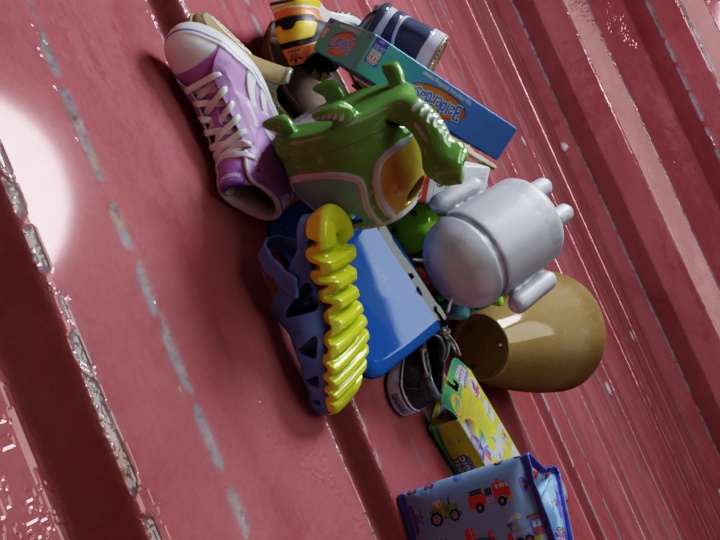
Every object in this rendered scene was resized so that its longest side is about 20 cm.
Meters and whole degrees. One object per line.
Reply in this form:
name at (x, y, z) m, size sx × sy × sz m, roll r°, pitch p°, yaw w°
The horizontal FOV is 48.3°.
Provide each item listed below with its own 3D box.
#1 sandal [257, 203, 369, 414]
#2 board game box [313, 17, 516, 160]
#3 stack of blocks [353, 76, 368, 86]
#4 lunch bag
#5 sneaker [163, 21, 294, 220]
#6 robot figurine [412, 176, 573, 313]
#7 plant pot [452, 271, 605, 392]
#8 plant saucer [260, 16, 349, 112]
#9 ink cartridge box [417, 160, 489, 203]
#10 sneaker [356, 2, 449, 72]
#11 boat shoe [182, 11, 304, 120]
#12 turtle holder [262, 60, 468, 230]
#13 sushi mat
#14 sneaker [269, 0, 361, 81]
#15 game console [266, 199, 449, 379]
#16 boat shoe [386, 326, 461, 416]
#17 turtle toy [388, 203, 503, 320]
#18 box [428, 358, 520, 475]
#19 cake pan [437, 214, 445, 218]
sandal at (-0.045, 0.038, 0.759) m, size 0.079 × 0.087 × 0.200 m, roll -23°, pitch 109°, yaw -63°
board game box at (0.058, -0.204, 0.898) m, size 0.200 × 0.045 × 0.152 m, roll 26°, pitch 12°, yaw -28°
stack of blocks at (0.050, -0.285, 1.282) m, size 0.200 × 0.059 × 0.115 m, roll 62°, pitch 24°, yaw -6°
lunch bag at (0.138, 0.303, 0.790) m, size 0.094 × 0.150 × 0.200 m, roll 34°, pitch 38°, yaw -49°
sneaker at (-0.125, -0.137, 0.774) m, size 0.201 × 0.073 × 0.114 m, roll 52°, pitch 30°, yaw -27°
robot figurine at (0.153, -0.032, 0.930) m, size 0.200 × 0.113 × 0.170 m, roll -33°, pitch 75°, yaw -24°
plant pot at (0.226, 0.097, 1.165) m, size 0.200 × 0.186 × 0.187 m, roll -3°, pitch 69°, yaw -49°
plant saucer at (-0.066, -0.226, 1.021) m, size 0.200 × 0.034 × 0.200 m, roll 47°, pitch 30°, yaw -38°
ink cartridge box at (0.051, -0.118, 0.984) m, size 0.200 × 0.109 × 0.050 m, roll -6°, pitch 113°, yaw -41°
sneaker at (0.039, -0.268, 1.041) m, size 0.108 × 0.200 × 0.070 m, roll 31°, pitch 71°, yaw 0°
boat shoe at (-0.105, -0.201, 0.864) m, size 0.200 × 0.076 × 0.072 m, roll 50°, pitch 28°, yaw -30°
turtle holder at (0.014, -0.116, 0.766) m, size 0.141 × 0.185 × 0.132 m, roll -66°, pitch 137°, yaw -59°
sushi mat at (0.081, -0.183, 1.019) m, size 0.200 × 0.012 × 0.096 m, roll 24°, pitch 15°, yaw -31°
sneaker at (-0.049, -0.276, 1.001) m, size 0.200 × 0.070 × 0.090 m, roll -10°, pitch 94°, yaw -67°
game console at (0.000, 0.000, 0.898) m, size 0.171 × 0.118 × 0.200 m, roll -35°, pitch 93°, yaw -24°
boat shoe at (0.080, 0.090, 0.975) m, size 0.074 × 0.068 × 0.199 m, roll 56°, pitch 25°, yaw -19°
turtle toy at (0.113, -0.018, 1.035) m, size 0.200 × 0.146 × 0.101 m, roll 42°, pitch 18°, yaw -11°
box at (0.147, 0.219, 1.020) m, size 0.200 × 0.048 × 0.117 m, roll 61°, pitch 25°, yaw -15°
cake pan at (0.176, -0.034, 1.169) m, size 0.200 × 0.200 × 0.037 m, roll 31°, pitch 72°, yaw -52°
